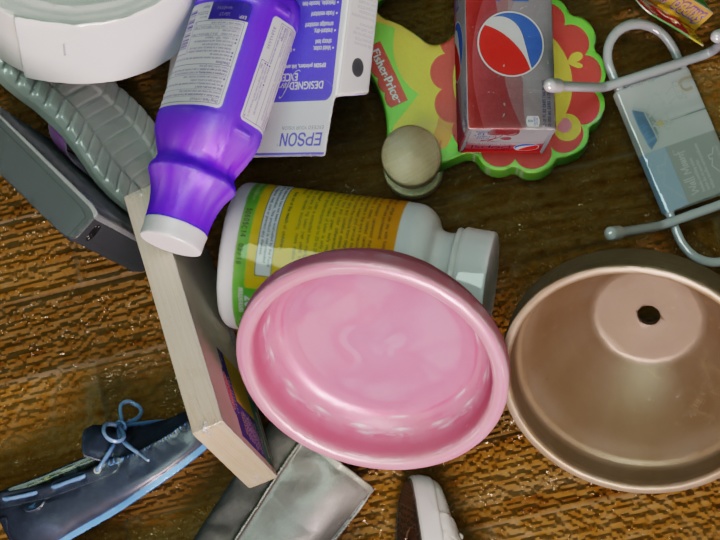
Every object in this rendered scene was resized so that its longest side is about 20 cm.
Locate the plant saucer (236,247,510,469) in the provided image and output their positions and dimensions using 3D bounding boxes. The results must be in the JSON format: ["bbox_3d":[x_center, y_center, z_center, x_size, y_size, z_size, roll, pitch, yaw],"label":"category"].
[{"bbox_3d":[0.011,0.057,1.571,0.198,0.202,0.051,5,42,10],"label":"plant saucer"}]

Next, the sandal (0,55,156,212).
[{"bbox_3d":[-0.217,-0.116,1.690,0.050,0.083,0.203,-24,114,44],"label":"sandal"}]

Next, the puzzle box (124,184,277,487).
[{"bbox_3d":[-0.118,0.050,1.611,0.025,0.133,0.201,-22,63,6],"label":"puzzle box"}]

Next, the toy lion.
[{"bbox_3d":[0.084,-0.156,1.668,0.190,0.069,0.201,-26,80,-1],"label":"toy lion"}]

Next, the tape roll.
[{"bbox_3d":[-0.205,-0.238,1.633,0.200,0.071,0.204,1,57,-1],"label":"tape roll"}]

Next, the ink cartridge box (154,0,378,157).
[{"bbox_3d":[-0.069,-0.180,1.650,0.197,0.043,0.202,3,83,45],"label":"ink cartridge box"}]

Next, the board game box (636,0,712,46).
[{"bbox_3d":[0.190,-0.252,1.607,0.030,0.095,0.201,-40,59,22],"label":"board game box"}]

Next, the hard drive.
[{"bbox_3d":[-0.227,-0.064,1.633,0.139,0.200,0.033,43,90,10],"label":"hard drive"}]

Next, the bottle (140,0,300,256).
[{"bbox_3d":[-0.106,-0.111,1.570,0.083,0.065,0.202,1,69,47],"label":"bottle"}]

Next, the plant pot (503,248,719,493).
[{"bbox_3d":[0.205,0.056,1.585,0.199,0.093,0.202,7,124,10],"label":"plant pot"}]

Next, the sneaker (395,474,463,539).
[{"bbox_3d":[0.079,0.249,1.626,0.084,0.073,0.202,-7,78,-19],"label":"sneaker"}]

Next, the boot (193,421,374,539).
[{"bbox_3d":[-0.112,0.196,1.653,0.181,0.073,0.201,31,92,9],"label":"boot"}]

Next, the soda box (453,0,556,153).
[{"bbox_3d":[0.105,-0.191,1.619,0.069,0.063,0.202,1,76,-4],"label":"soda box"}]

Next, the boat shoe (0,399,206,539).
[{"bbox_3d":[-0.193,0.148,1.663,0.199,0.084,0.069,-32,91,2],"label":"boat shoe"}]

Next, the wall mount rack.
[{"bbox_3d":[0.220,-0.096,1.607,0.172,0.075,0.202,-19,80,-20],"label":"wall mount rack"}]

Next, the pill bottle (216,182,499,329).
[{"bbox_3d":[0.000,0.000,1.634,0.198,0.111,0.112,7,85,10],"label":"pill bottle"}]
